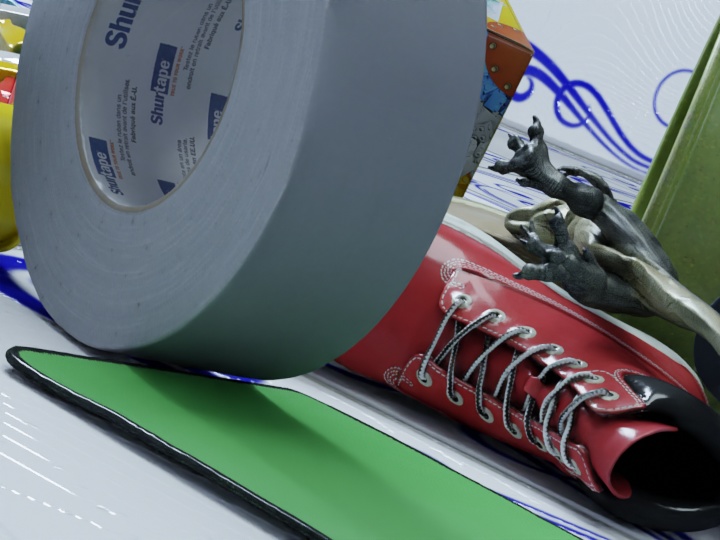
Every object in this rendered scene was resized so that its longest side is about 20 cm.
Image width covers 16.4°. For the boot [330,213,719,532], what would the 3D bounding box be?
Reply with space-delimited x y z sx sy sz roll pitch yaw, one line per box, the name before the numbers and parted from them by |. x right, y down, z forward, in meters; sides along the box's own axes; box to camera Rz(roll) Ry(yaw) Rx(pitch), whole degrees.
boot | 0.049 0.033 0.937 0.199 0.073 0.144 24 8 -6

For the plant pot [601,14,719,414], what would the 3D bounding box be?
plant pot | 0.210 0.004 1.096 0.189 0.201 0.200 23 7 3

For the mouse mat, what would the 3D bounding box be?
mouse mat | 0.002 0.068 0.779 0.199 0.008 0.161 27 9 38

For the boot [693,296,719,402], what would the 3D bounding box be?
boot | 0.215 0.087 0.947 0.200 0.075 0.097 47 3 27

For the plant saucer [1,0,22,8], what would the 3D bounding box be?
plant saucer | -0.149 -0.080 1.214 0.070 0.019 0.200 -12 37 -38

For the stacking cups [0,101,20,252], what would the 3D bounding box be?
stacking cups | -0.208 -0.056 0.894 0.199 0.061 0.060 14 9 -35

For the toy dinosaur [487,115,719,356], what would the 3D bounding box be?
toy dinosaur | 0.091 -0.005 0.940 0.088 0.048 0.200 36 8 -29

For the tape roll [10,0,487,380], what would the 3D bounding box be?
tape roll | -0.044 -0.066 0.859 0.066 0.201 0.200 11 11 -35

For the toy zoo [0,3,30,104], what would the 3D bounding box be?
toy zoo | -0.155 -0.088 1.186 0.199 0.021 0.131 11 29 -6

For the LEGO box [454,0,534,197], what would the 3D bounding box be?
LEGO box | 0.003 -0.084 1.183 0.077 0.150 0.200 22 19 -14

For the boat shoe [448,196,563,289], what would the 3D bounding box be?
boat shoe | 0.000 0.000 1.033 0.199 0.073 0.065 14 10 -7
